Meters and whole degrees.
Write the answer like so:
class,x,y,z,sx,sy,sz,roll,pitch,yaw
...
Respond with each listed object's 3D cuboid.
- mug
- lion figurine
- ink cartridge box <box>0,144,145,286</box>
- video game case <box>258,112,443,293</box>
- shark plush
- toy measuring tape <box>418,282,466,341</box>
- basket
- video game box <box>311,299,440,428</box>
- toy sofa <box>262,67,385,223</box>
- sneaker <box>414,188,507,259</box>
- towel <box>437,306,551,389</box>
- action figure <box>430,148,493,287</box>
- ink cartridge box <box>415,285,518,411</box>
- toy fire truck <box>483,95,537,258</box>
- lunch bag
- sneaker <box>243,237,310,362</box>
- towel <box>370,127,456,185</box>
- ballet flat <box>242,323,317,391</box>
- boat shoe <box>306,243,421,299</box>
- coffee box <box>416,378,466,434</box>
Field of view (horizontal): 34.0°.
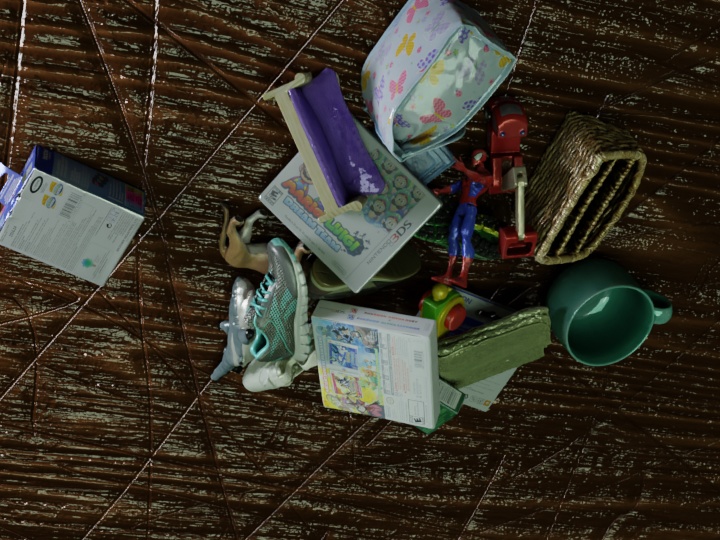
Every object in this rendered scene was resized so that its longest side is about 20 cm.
class,x,y,z,sx,sy,sz,roll,pitch,yaw
mug,0.382,0.064,1.871,0.185,0.114,0.152,28,109,-32
lion figurine,-0.142,-0.018,1.757,0.200,0.073,0.123,28,124,-11
ink cartridge box,-0.419,-0.082,1.646,0.200,0.076,0.136,24,115,-26
video game case,-0.015,-0.099,1.672,0.200,0.024,0.182,44,105,2
shark plush,-0.186,0.097,1.827,0.083,0.091,0.200,40,142,14
toy measuring tape,0.128,0.084,1.834,0.073,0.074,0.200,-9,138,-5
basket,0.338,-0.105,1.733,0.143,0.149,0.200,18,118,-21
video game box,0.026,0.142,1.761,0.182,0.047,0.200,8,133,15
toy sofa,-0.047,-0.173,1.605,0.098,0.083,0.200,-23,97,10
sneaker,0.127,-0.060,1.766,0.200,0.085,0.078,24,74,-8
towel,0.206,0.122,1.842,0.200,0.037,0.148,-22,149,-3
action figure,0.131,-0.086,1.680,0.099,0.065,0.200,21,82,-35
ink cartridge box,0.171,0.121,1.917,0.197,0.047,0.200,21,114,-21
toy fire truck,0.216,-0.134,1.693,0.049,0.141,0.200,-5,124,-8
lunch bag,0.091,-0.258,1.571,0.127,0.170,0.200,30,110,-30
sneaker,-0.125,0.051,1.695,0.091,0.078,0.200,-14,117,-21
towel,0.029,-0.141,1.698,0.200,0.049,0.112,-37,105,15
ballet flat,-0.106,0.142,1.864,0.200,0.069,0.069,-35,123,13
boat shoe,0.000,0.001,1.769,0.201,0.072,0.066,-12,159,-38
coffee box,0.055,0.177,1.861,0.200,0.044,0.123,31,150,-4
